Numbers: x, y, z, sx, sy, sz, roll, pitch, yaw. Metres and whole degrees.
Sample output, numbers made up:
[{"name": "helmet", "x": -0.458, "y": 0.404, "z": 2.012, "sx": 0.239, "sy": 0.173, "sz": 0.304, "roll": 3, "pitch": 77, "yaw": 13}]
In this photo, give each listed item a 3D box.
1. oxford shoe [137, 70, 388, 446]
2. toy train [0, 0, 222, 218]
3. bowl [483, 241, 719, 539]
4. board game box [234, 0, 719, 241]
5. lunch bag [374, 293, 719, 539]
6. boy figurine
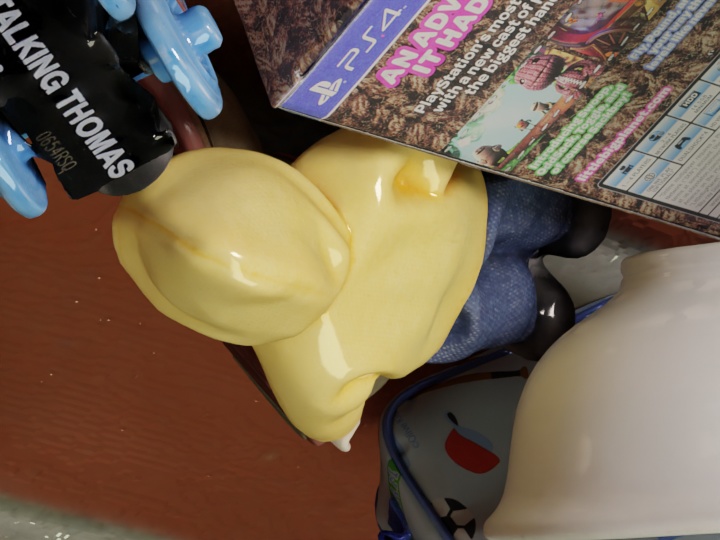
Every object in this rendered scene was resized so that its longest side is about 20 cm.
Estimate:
[{"name": "oxford shoe", "x": -0.028, "y": -0.020, "z": 0.979, "sx": 0.075, "sy": 0.070, "sz": 0.200, "roll": -38, "pitch": 148, "yaw": -9}, {"name": "toy train", "x": -0.108, "y": -0.100, "z": 0.789, "sx": 0.086, "sy": 0.115, "sz": 0.200, "roll": -28, "pitch": 143, "yaw": 5}, {"name": "bowl", "x": 0.136, "y": 0.037, "z": 0.949, "sx": 0.200, "sy": 0.091, "sz": 0.201, "roll": -5, "pitch": 176, "yaw": 0}, {"name": "board game box", "x": 0.081, "y": -0.113, "z": 0.876, "sx": 0.199, "sy": 0.097, "sz": 0.160, "roll": 15, "pitch": 131, "yaw": -38}, {"name": "lunch bag", "x": 0.097, "y": 0.107, "z": 1.075, "sx": 0.160, "sy": 0.200, "sz": 0.076, "roll": -25, "pitch": 147, "yaw": -17}, {"name": "boy figurine", "x": 0.000, "y": 0.000, "z": 0.915, "sx": 0.199, "sy": 0.064, "sz": 0.125, "roll": -3, "pitch": 115, "yaw": -52}]
